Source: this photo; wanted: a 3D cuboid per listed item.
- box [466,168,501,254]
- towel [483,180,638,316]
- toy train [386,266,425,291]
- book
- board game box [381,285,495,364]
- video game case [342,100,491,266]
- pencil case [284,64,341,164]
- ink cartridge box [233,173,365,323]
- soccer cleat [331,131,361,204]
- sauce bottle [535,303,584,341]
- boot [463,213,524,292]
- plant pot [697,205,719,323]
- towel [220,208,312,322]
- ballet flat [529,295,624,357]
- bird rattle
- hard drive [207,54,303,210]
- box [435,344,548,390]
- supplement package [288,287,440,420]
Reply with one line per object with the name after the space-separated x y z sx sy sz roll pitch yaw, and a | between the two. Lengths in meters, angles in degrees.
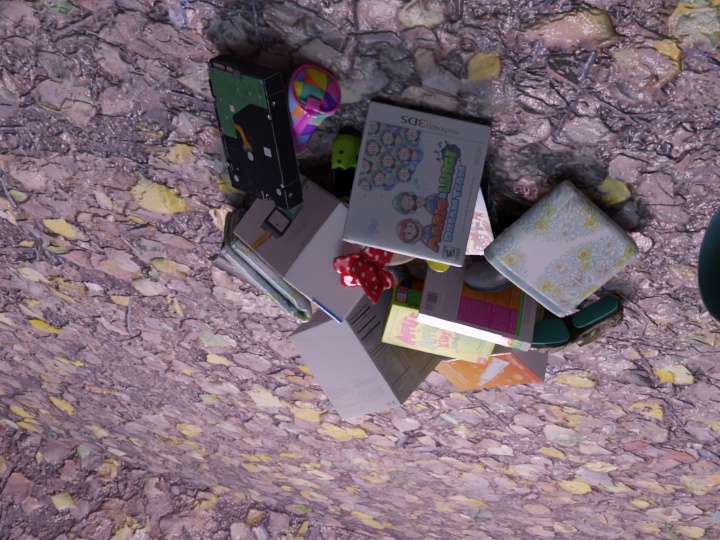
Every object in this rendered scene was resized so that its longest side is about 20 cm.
0.133 -0.108 1.514 0.134 0.038 0.202 1 136 25 | box
0.310 -0.030 1.514 0.199 0.049 0.171 33 115 -31 | towel
0.124 0.036 1.786 0.114 0.086 0.201 -18 130 22 | toy train
0.204 0.053 1.700 0.196 0.135 0.048 16 142 1 | book
0.143 0.098 1.746 0.196 0.048 0.103 12 135 -3 | board game box
0.080 -0.123 1.407 0.178 0.204 0.024 12 -177 5 | video game case
-0.098 -0.215 1.436 0.087 0.090 0.200 23 149 -14 | pencil case
-0.077 -0.047 1.569 0.146 0.147 0.200 39 179 -38 | ink cartridge box
-0.012 -0.130 1.543 0.066 0.082 0.201 5 150 17 | soccer cleat
0.315 0.083 1.775 0.196 0.066 0.065 16 152 0 | sauce bottle
0.237 -0.037 1.618 0.197 0.071 0.132 -12 134 33 | boot
0.592 -0.006 1.357 0.158 0.205 0.201 12 154 -20 | plant pot
-0.163 -0.009 1.721 0.048 0.172 0.200 -41 110 14 | towel
0.368 0.110 1.720 0.197 0.068 0.076 -21 130 4 | ballet flat
0.047 -0.056 1.474 0.196 0.113 0.166 -17 106 -3 | bird rattle
-0.150 -0.198 1.410 0.138 0.038 0.203 23 134 41 | hard drive
0.246 0.153 1.895 0.198 0.099 0.124 -13 141 40 | box
0.007 0.149 1.878 0.190 0.147 0.202 -22 104 49 | supplement package
